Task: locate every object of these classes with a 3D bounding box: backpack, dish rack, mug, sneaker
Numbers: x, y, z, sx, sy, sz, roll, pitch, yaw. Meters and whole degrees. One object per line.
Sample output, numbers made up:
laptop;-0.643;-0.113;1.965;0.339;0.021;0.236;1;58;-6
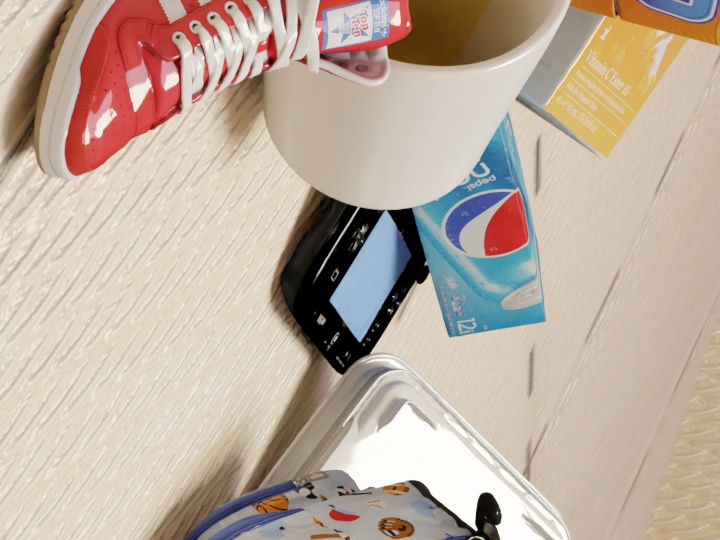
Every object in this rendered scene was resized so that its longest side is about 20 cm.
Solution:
backpack;-0.033;0.207;1.595;0.190;0.154;0.201;-13;120;-43
dish rack;0.034;0.168;1.741;0.172;0.200;0.043;-52;-158;-16
mug;0.026;-0.120;1.412;0.187;0.149;0.153;-51;167;-34
sneaker;-0.049;-0.097;1.200;0.071;0.112;0.200;96;20;-46

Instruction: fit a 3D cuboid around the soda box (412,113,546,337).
soda box;0.063;-0.049;1.685;0.200;0.064;0.068;72;11;-50

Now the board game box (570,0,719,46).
board game box;0.167;-0.269;1.557;0.200;0.199;0.201;75;36;-62

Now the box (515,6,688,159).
box;0.150;-0.187;1.737;0.200;0.097;0.124;-56;154;3

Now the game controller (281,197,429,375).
game controller;0.000;0.000;1.687;0.200;0.042;0.105;56;56;-73
